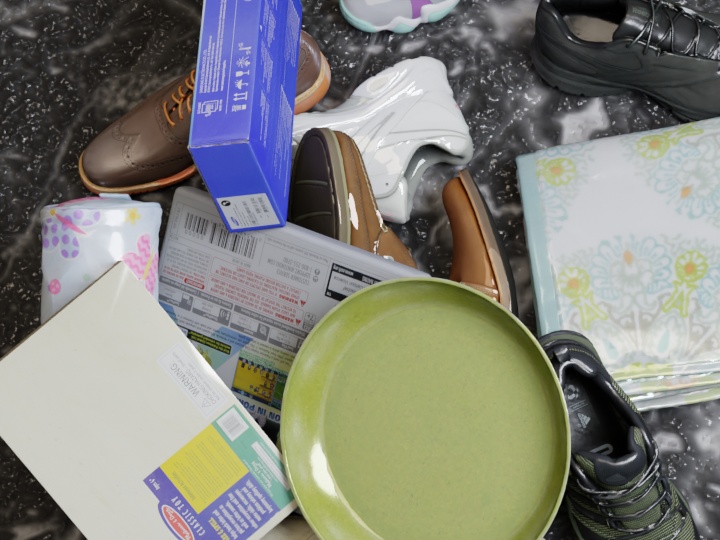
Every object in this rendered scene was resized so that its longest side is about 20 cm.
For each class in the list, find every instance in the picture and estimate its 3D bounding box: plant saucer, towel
[{"bbox_3d":[0.044,0.103,1.306,0.199,0.031,0.201,1,92,26],"label":"plant saucer"},{"bbox_3d":[0.199,-0.001,1.406,0.171,0.048,0.201,-8,69,6],"label":"towel"}]

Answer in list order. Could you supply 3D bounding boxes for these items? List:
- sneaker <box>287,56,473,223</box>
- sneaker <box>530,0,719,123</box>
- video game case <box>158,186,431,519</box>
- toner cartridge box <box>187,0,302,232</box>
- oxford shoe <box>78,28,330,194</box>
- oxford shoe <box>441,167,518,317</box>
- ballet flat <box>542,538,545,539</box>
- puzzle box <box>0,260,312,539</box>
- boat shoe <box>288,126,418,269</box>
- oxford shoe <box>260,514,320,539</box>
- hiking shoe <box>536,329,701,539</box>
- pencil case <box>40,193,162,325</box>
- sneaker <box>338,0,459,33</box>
[{"bbox_3d":[-0.010,-0.068,1.458,0.200,0.078,0.100,-30,70,0],"label":"sneaker"},{"bbox_3d":[0.213,-0.154,1.436,0.199,0.091,0.076,7,69,13],"label":"sneaker"},{"bbox_3d":[-0.061,0.059,1.391,0.199,0.022,0.183,20,103,26],"label":"video game case"},{"bbox_3d":[-0.075,-0.134,1.391,0.043,0.095,0.201,-5,53,11],"label":"toner cartridge box"},{"bbox_3d":[-0.121,-0.122,1.500,0.200,0.073,0.071,-30,66,0],"label":"oxford shoe"},{"bbox_3d":[0.074,0.025,1.409,0.071,0.071,0.201,-13,69,10],"label":"oxford shoe"},{"bbox_3d":[0.063,0.157,1.365,0.200,0.062,0.068,34,79,21],"label":"ballet flat"},{"bbox_3d":[-0.143,0.111,1.336,0.133,0.025,0.200,-39,98,-9],"label":"puzzle box"},{"bbox_3d":[0.000,0.000,1.416,0.068,0.072,0.201,-8,92,-28],"label":"boat shoe"},{"bbox_3d":[0.010,0.206,1.350,0.199,0.074,0.071,20,78,19],"label":"oxford shoe"},{"bbox_3d":[0.159,0.135,1.310,0.076,0.101,0.200,-30,92,4],"label":"hiking shoe"},{"bbox_3d":[-0.170,0.049,1.387,0.083,0.091,0.201,-1,93,25],"label":"pencil case"},{"bbox_3d":[0.064,-0.255,1.475,0.200,0.140,0.078,-30,67,-1],"label":"sneaker"}]
